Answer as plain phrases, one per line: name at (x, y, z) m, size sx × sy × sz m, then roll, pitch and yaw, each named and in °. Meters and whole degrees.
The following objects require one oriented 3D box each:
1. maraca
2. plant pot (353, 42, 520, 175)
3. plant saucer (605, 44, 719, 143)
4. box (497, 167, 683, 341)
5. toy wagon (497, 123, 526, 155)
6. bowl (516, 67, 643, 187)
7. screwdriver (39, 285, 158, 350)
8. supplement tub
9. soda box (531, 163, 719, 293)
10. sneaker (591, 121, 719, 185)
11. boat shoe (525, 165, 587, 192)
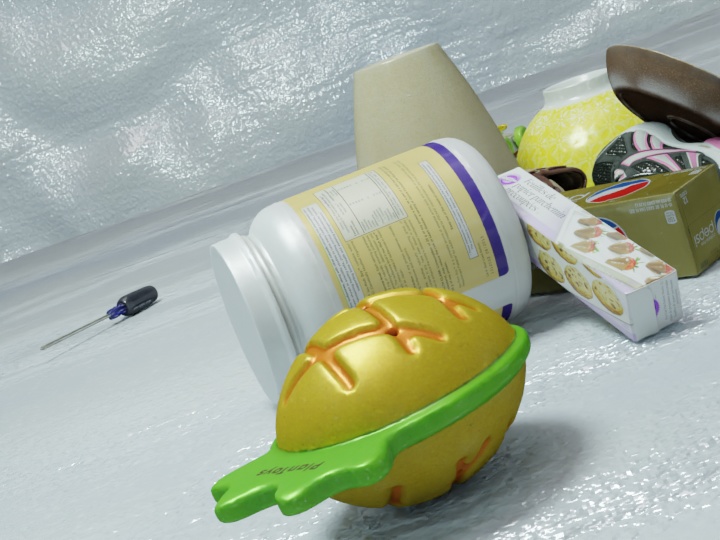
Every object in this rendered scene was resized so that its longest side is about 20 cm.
maraca at (0.009, 0.073, 0.614) m, size 0.137 × 0.107 × 0.200 m, roll -21°, pitch 7°, yaw 43°
plant pot at (0.068, -0.128, 1.265) m, size 0.187 × 0.201 × 0.187 m, roll -20°, pitch 10°, yaw 4°
plant saucer at (0.289, -0.127, 1.011) m, size 0.032 × 0.200 × 0.200 m, roll -60°, pitch 12°, yaw 2°
box at (0.145, -0.016, 0.826) m, size 0.039 × 0.042 × 0.200 m, roll -24°, pitch 32°, yaw -13°
toy wagon at (0.164, -0.165, 1.711) m, size 0.155 × 0.040 × 0.200 m, roll -13°, pitch 12°, yaw 32°
bowl at (0.255, -0.160, 1.332) m, size 0.199 × 0.108 × 0.200 m, roll -20°, pitch 10°, yaw 4°
screwdriver at (-0.325, 0.063, 1.500) m, size 0.200 × 0.028 × 0.029 m, roll -33°, pitch -14°, yaw -47°
supplement tub at (0.006, 0.002, 0.873) m, size 0.199 × 0.146 × 0.145 m, roll -22°, pitch 11°, yaw -13°
soda box at (0.177, -0.027, 0.924) m, size 0.200 × 0.064 × 0.068 m, roll -9°, pitch 15°, yaw 46°
sneaker at (0.241, -0.075, 1.012) m, size 0.086 × 0.081 × 0.200 m, roll -24°, pitch 10°, yaw -14°
boat shoe at (0.160, -0.061, 1.123) m, size 0.072 × 0.072 × 0.200 m, roll -15°, pitch 6°, yaw 32°
